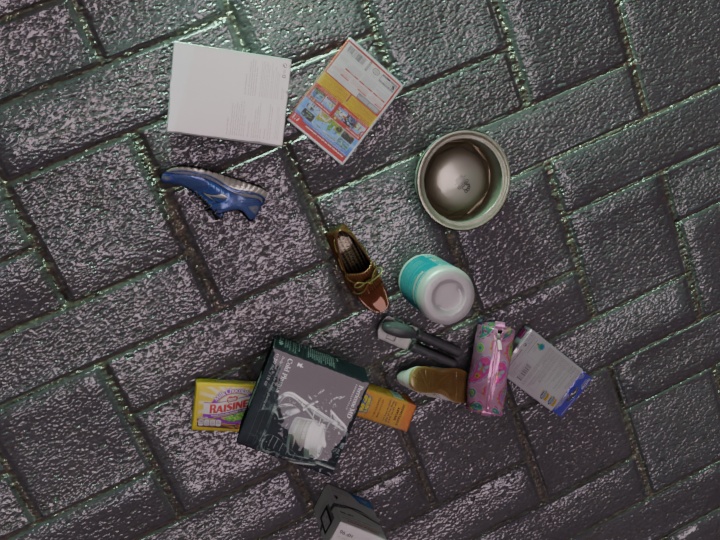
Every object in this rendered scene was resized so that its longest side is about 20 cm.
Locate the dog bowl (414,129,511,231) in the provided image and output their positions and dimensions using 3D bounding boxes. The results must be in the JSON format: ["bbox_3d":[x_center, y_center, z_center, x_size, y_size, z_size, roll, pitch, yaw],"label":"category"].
[{"bbox_3d":[0.198,-0.184,1.441,0.199,0.074,0.201,-3,101,-13],"label":"dog bowl"}]

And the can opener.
[{"bbox_3d":[0.128,0.155,1.496,0.199,0.067,0.054,24,96,-16],"label":"can opener"}]

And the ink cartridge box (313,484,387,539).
[{"bbox_3d":[-0.019,0.535,1.470,0.116,0.200,0.068,27,95,-17],"label":"ink cartridge box"}]

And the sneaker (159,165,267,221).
[{"bbox_3d":[-0.280,-0.142,1.339,0.199,0.079,0.090,17,95,-16],"label":"sneaker"}]

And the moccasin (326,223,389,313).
[{"bbox_3d":[0.002,-0.001,1.431,0.073,0.078,0.202,-25,105,-7],"label":"moccasin"}]

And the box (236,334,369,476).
[{"bbox_3d":[-0.111,0.258,1.379,0.196,0.124,0.201,21,94,-7],"label":"box"}]

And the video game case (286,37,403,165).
[{"bbox_3d":[-0.029,-0.328,1.390,0.143,0.017,0.200,38,91,-17],"label":"video game case"}]

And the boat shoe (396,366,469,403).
[{"bbox_3d":[0.163,0.238,1.525,0.199,0.069,0.071,20,76,-35],"label":"boat shoe"}]

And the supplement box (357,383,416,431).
[{"bbox_3d":[0.012,0.274,1.495,0.199,0.069,0.067,20,94,-13],"label":"supplement box"}]

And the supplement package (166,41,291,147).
[{"bbox_3d":[-0.238,-0.311,1.276,0.199,0.151,0.153,5,101,-14],"label":"supplement package"}]

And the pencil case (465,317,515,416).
[{"bbox_3d":[0.276,0.207,1.516,0.087,0.087,0.201,11,88,-15],"label":"pencil case"}]

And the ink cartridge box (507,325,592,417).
[{"bbox_3d":[0.408,0.227,1.589,0.200,0.042,0.120,37,92,-14],"label":"ink cartridge box"}]

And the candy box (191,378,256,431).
[{"bbox_3d":[-0.239,0.277,1.452,0.199,0.026,0.103,5,97,-14],"label":"candy box"}]

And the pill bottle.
[{"bbox_3d":[0.140,0.030,1.405,0.110,0.200,0.111,-3,102,-13],"label":"pill bottle"}]
